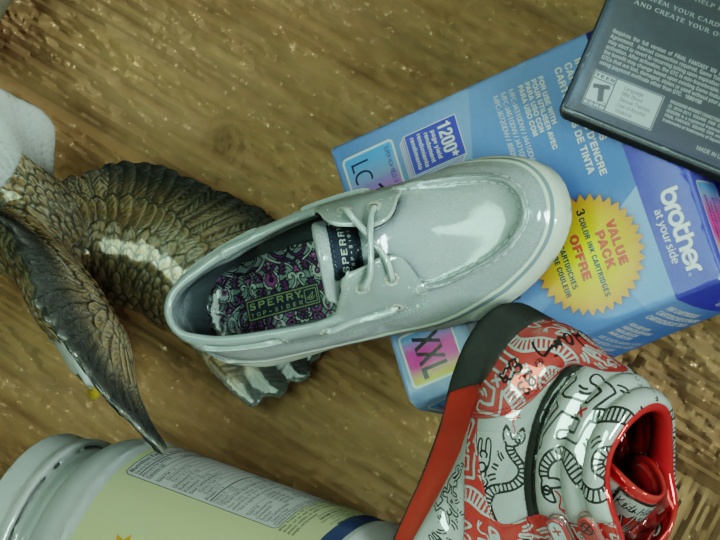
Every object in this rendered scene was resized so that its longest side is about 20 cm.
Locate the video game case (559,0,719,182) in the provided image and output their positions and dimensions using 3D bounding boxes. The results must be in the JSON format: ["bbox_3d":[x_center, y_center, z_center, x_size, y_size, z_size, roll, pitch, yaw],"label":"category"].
[{"bbox_3d":[0.193,-0.134,1.281,0.142,0.019,0.201,22,80,8],"label":"video game case"}]

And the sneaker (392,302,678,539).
[{"bbox_3d":[0.076,0.126,1.273,0.108,0.067,0.203,29,111,38],"label":"sneaker"}]

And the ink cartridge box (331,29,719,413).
[{"bbox_3d":[0.102,-0.030,1.335,0.199,0.076,0.137,-23,77,21],"label":"ink cartridge box"}]

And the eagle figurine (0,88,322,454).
[{"bbox_3d":[-0.134,0.007,1.420,0.199,0.151,0.153,12,69,37],"label":"eagle figurine"}]

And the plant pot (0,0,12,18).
[{"bbox_3d":[-0.207,-0.241,1.458,0.187,0.187,0.200,41,90,22],"label":"plant pot"}]

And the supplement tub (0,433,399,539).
[{"bbox_3d":[-0.077,0.166,1.368,0.199,0.145,0.146,17,94,26],"label":"supplement tub"}]

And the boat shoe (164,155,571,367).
[{"bbox_3d":[-0.001,-0.001,1.302,0.200,0.071,0.071,-20,77,26],"label":"boat shoe"}]
